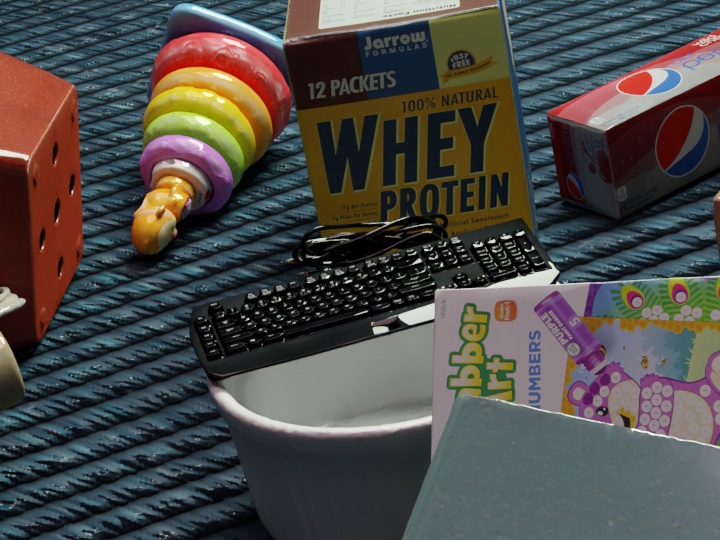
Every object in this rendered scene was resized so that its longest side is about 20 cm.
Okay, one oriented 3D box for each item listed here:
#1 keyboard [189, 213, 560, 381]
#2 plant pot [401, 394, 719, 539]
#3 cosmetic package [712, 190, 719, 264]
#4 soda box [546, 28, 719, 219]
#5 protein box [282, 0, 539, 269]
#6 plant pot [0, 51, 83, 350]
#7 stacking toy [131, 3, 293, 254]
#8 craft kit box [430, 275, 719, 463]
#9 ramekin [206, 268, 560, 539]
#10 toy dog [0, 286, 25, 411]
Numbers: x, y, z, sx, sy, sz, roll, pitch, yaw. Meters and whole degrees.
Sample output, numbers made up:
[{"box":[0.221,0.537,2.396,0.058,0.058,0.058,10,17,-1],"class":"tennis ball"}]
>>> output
[{"box":[0.000,0.000,1.208,0.199,0.040,0.104,-15,27,-10],"class":"keyboard"},{"box":[0.102,0.196,0.823,0.195,0.197,0.201,11,56,35],"class":"plant pot"},{"box":[0.310,-0.008,1.254,0.199,0.104,0.087,5,32,34],"class":"cosmetic package"},{"box":[0.225,-0.109,1.527,0.199,0.070,0.063,-26,29,-28],"class":"soda box"},{"box":[0.037,-0.103,1.441,0.134,0.200,0.200,-8,26,6],"class":"protein box"},{"box":[-0.285,-0.046,1.481,0.175,0.201,0.200,4,28,6],"class":"plant pot"},{"box":[-0.121,-0.084,1.599,0.109,0.116,0.201,22,47,-2],"class":"stacking toy"},{"box":[0.130,0.103,1.022,0.196,0.201,0.049,-5,-18,18],"class":"craft kit box"},{"box":[0.023,0.076,1.200,0.199,0.098,0.201,-8,26,4],"class":"ramekin"},{"box":[-0.258,0.085,1.336,0.131,0.097,0.200,-15,11,-2],"class":"toy dog"}]
